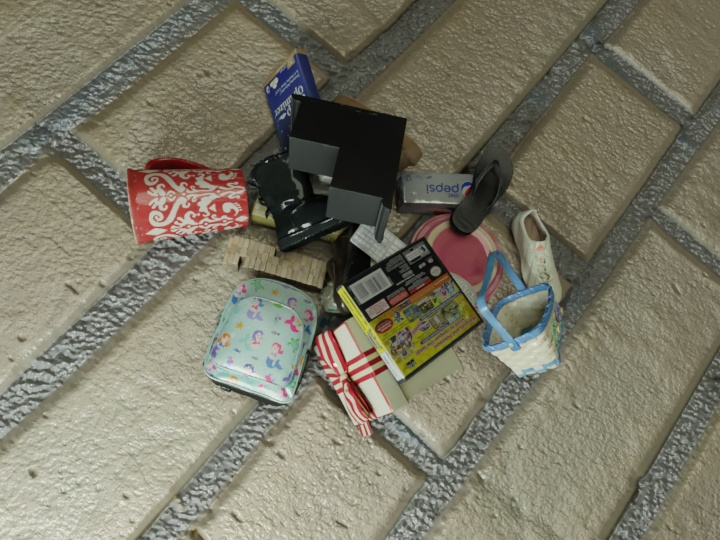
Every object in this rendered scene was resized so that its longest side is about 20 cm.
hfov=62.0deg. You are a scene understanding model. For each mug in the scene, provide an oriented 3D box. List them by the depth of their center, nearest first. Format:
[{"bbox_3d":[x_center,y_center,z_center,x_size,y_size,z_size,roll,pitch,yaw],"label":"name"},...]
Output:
[{"bbox_3d":[-0.313,-0.145,1.092,0.199,0.133,0.179,-7,77,-15],"label":"mug"}]

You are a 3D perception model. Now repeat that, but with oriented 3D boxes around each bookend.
[{"bbox_3d":[-0.038,-0.169,0.980,0.197,0.092,0.201,11,58,-2],"label":"bookend"}]

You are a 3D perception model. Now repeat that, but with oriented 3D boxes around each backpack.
[{"bbox_3d":[-0.166,0.115,1.039,0.177,0.151,0.201,20,67,-3],"label":"backpack"}]

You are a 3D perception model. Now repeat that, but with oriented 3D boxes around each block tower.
[{"bbox_3d":[-0.154,-0.009,1.119,0.199,0.054,0.058,14,73,-5],"label":"block tower"}]

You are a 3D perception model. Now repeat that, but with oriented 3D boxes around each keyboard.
[{"bbox_3d":[0.074,-0.016,1.059,0.200,0.011,0.056,38,85,-13],"label":"keyboard"}]

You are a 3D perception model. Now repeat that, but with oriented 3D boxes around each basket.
[{"bbox_3d":[0.287,0.078,1.103,0.200,0.139,0.177,46,40,-15],"label":"basket"}]

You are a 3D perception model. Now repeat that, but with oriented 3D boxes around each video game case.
[{"bbox_3d":[0.085,0.059,0.986,0.199,0.026,0.181,-30,81,-34],"label":"video game case"}]

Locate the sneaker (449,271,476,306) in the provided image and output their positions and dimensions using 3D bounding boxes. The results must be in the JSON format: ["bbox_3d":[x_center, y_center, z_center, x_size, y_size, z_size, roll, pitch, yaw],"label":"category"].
[{"bbox_3d":[0.118,0.026,1.121,0.199,0.082,0.074,19,90,-13],"label":"sneaker"}]

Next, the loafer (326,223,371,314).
[{"bbox_3d":[-0.022,0.005,1.054,0.073,0.071,0.201,45,33,-30],"label":"loafer"}]

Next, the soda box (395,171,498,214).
[{"bbox_3d":[0.174,-0.154,1.213,0.199,0.063,0.069,0,75,-10],"label":"soda box"}]

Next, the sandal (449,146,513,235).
[{"bbox_3d":[0.246,-0.156,1.170,0.076,0.043,0.201,30,73,-2],"label":"sandal"}]

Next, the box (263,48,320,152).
[{"bbox_3d":[-0.125,-0.314,1.177,0.032,0.121,0.201,-7,74,-45],"label":"box"}]

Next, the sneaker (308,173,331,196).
[{"bbox_3d":[-0.017,-0.169,1.138,0.199,0.146,0.081,13,106,17],"label":"sneaker"}]

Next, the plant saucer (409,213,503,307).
[{"bbox_3d":[0.193,-0.022,1.187,0.199,0.051,0.202,3,73,-10],"label":"plant saucer"}]

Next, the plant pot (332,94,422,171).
[{"bbox_3d":[0.012,-0.240,1.150,0.200,0.201,0.093,35,91,1],"label":"plant pot"}]

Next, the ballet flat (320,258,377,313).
[{"bbox_3d":[0.000,0.000,1.135,0.072,0.072,0.201,32,75,0],"label":"ballet flat"}]

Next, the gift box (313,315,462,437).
[{"bbox_3d":[0.033,0.165,1.042,0.186,0.200,0.185,-24,75,-31],"label":"gift box"}]

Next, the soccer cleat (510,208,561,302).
[{"bbox_3d":[0.356,-0.026,1.202,0.069,0.078,0.201,-14,78,-13],"label":"soccer cleat"}]

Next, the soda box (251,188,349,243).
[{"bbox_3d":[-0.104,-0.104,1.150,0.199,0.064,0.068,13,72,-6],"label":"soda box"}]

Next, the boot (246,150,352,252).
[{"bbox_3d":[-0.092,-0.138,1.057,0.197,0.073,0.163,-22,84,15],"label":"boot"}]
